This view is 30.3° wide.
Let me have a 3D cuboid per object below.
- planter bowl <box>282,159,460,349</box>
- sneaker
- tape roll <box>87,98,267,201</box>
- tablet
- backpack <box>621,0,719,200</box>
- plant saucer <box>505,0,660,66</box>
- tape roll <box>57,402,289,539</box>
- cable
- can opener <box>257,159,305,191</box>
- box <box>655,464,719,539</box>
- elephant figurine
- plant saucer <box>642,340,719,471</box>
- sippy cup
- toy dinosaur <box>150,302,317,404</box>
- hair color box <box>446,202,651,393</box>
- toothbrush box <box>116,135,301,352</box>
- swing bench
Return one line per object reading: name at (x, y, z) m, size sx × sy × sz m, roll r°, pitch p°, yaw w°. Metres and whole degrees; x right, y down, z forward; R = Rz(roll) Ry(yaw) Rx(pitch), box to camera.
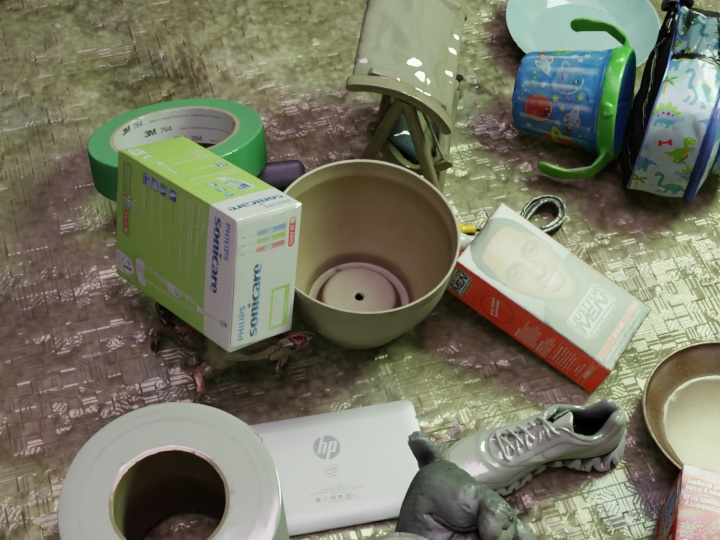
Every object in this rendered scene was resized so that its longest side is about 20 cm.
planter bowl at (0.000, 0.000, 1.422) m, size 0.200 × 0.135 × 0.200 m, roll 2°, pitch 54°, yaw -3°
sneaker at (0.175, 0.172, 1.342) m, size 0.200 × 0.081 × 0.075 m, roll -13°, pitch 58°, yaw -11°
tape roll at (-0.208, -0.137, 1.514) m, size 0.200 × 0.048 × 0.201 m, roll -4°, pitch 29°, yaw 2°
tablet at (-0.030, 0.201, 1.350) m, size 0.200 × 0.014 × 0.130 m, roll -8°, pitch 55°, yaw -9°
backpack at (0.391, -0.185, 1.548) m, size 0.147 × 0.183 × 0.200 m, roll 17°, pitch 60°, yaw 10°
plant saucer at (0.285, -0.311, 1.722) m, size 0.201 × 0.039 × 0.201 m, roll 2°, pitch 54°, yaw -3°
tape roll at (-0.168, 0.241, 1.228) m, size 0.202 × 0.139 × 0.203 m, roll -1°, pitch 57°, yaw 1°
cable at (0.157, -0.034, 1.506) m, size 0.200 × 0.050 × 0.097 m, roll -19°, pitch 58°, yaw -15°
can opener at (-0.161, -0.083, 1.536) m, size 0.200 × 0.053 × 0.067 m, roll -7°, pitch 87°, yaw -9°
box at (0.389, 0.268, 1.271) m, size 0.200 × 0.100 × 0.096 m, roll 13°, pitch 54°, yaw 5°
elephant figurine at (0.057, 0.287, 1.232) m, size 0.200 × 0.142 × 0.155 m, roll -44°, pitch 37°, yaw -12°
plant saucer at (0.389, 0.161, 1.379) m, size 0.200 × 0.037 × 0.201 m, roll 2°, pitch 48°, yaw -2°
sippy cup at (0.254, -0.208, 1.597) m, size 0.130 × 0.140 × 0.178 m, roll 11°, pitch 42°, yaw 18°
toy dinosaur at (-0.141, 0.063, 1.407) m, size 0.135 × 0.086 × 0.200 m, roll -19°, pitch 41°, yaw -27°
hair color box at (0.201, 0.029, 1.435) m, size 0.200 × 0.061 × 0.102 m, roll 35°, pitch 59°, yaw 7°
toothbrush box at (-0.158, -0.031, 1.345) m, size 0.086 × 0.146 × 0.200 m, roll -18°, pitch 35°, yaw -38°
swing bench at (0.056, -0.213, 1.539) m, size 0.130 × 0.200 × 0.199 m, roll 9°, pitch 54°, yaw 3°
